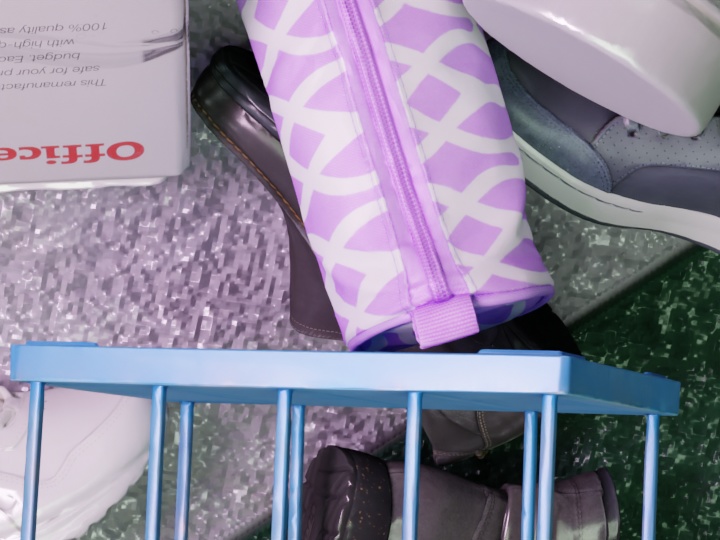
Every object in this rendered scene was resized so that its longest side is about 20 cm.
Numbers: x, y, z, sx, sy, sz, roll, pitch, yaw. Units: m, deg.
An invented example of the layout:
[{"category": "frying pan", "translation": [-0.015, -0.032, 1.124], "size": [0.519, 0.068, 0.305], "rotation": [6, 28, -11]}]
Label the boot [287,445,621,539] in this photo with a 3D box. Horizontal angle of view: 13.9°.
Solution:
[{"category": "boot", "translation": [0.023, 0.159, 1.173], "size": [0.131, 0.070, 0.200], "rotation": [9, 129, -20]}]

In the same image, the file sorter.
[{"category": "file sorter", "translation": [-0.004, 0.091, 1.021], "size": [0.199, 0.139, 0.123], "rotation": [0, 85, 21]}]

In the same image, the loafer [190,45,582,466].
[{"category": "loafer", "translation": [0.000, 0.000, 1.110], "size": [0.072, 0.073, 0.200], "rotation": [-39, 110, 16]}]

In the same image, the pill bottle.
[{"category": "pill bottle", "translation": [0.122, -0.155, 0.999], "size": [0.113, 0.113, 0.201], "rotation": [31, 85, -17]}]

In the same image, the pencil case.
[{"category": "pencil case", "translation": [0.006, -0.069, 1.022], "size": [0.084, 0.086, 0.201], "rotation": [-18, 84, -5]}]

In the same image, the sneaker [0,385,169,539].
[{"category": "sneaker", "translation": [-0.173, 0.070, 1.120], "size": [0.199, 0.078, 0.100], "rotation": [-21, 110, 2]}]

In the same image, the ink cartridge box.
[{"category": "ink cartridge box", "translation": [-0.132, -0.116, 0.992], "size": [0.146, 0.083, 0.200], "rotation": [-3, 147, -4]}]

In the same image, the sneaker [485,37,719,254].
[{"category": "sneaker", "translation": [0.147, -0.073, 1.069], "size": [0.202, 0.077, 0.146], "rotation": [19, 132, -22]}]
